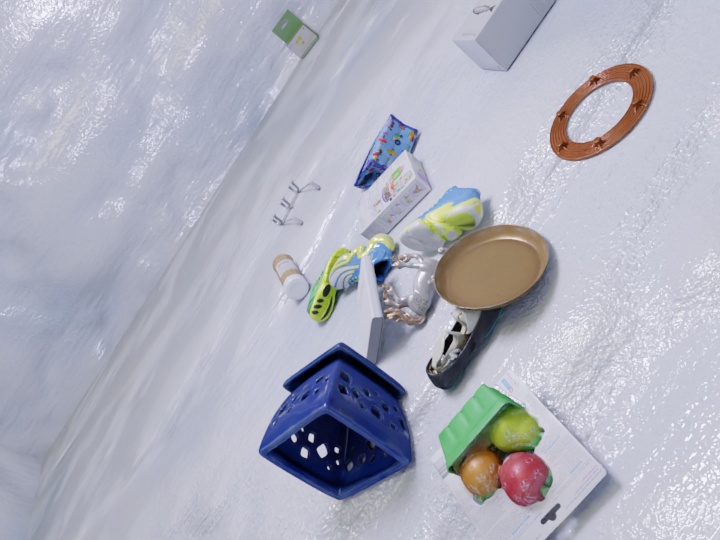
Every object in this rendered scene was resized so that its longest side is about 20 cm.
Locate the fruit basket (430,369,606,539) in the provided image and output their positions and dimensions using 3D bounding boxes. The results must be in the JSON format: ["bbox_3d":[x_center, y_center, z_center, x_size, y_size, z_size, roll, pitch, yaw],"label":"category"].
[{"bbox_3d":[0.203,0.263,0.794,0.186,0.093,0.200,-53,44,10],"label":"fruit basket"}]

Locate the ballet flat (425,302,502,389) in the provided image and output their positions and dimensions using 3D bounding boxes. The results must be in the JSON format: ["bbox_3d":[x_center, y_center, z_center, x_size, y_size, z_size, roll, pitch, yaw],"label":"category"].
[{"bbox_3d":[0.172,0.107,0.995,0.201,0.073,0.073,-58,28,-1],"label":"ballet flat"}]

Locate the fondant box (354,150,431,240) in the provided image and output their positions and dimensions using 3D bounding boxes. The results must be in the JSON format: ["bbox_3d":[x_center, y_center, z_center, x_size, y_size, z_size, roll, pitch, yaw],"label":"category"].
[{"bbox_3d":[0.074,-0.181,1.456,0.200,0.058,0.145,-45,30,24],"label":"fondant box"}]

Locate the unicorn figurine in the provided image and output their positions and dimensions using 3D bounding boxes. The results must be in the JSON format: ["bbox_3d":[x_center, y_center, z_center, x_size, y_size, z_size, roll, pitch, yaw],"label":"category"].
[{"bbox_3d":[0.121,0.014,1.154,0.136,0.074,0.202,18,101,19],"label":"unicorn figurine"}]

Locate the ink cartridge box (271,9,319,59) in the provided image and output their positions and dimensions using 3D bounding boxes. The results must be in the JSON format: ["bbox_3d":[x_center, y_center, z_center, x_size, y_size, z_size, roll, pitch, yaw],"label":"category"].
[{"bbox_3d":[-0.329,-1.189,2.973,0.145,0.199,0.048,-42,32,27],"label":"ink cartridge box"}]

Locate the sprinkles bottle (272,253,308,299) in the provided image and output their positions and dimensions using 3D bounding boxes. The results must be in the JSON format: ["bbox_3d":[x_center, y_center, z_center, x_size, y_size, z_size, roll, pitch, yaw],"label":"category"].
[{"bbox_3d":[-0.204,0.015,1.697,0.068,0.068,0.200,-54,28,7],"label":"sprinkles bottle"}]

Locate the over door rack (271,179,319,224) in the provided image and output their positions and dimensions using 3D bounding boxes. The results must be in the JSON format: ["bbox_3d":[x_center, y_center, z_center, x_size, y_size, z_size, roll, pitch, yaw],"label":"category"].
[{"bbox_3d":[-0.231,-0.232,1.993,0.200,0.066,0.149,5,67,60],"label":"over door rack"}]

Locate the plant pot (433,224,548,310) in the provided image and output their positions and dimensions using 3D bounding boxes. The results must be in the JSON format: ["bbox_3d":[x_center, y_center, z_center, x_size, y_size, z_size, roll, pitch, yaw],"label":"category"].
[{"bbox_3d":[0.222,-0.002,1.003,0.199,0.028,0.201,-20,36,15],"label":"plant pot"}]

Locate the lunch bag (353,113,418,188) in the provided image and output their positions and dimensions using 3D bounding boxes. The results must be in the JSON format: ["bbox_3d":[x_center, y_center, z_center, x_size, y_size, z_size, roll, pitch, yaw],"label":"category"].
[{"bbox_3d":[0.054,-0.308,1.609,0.200,0.094,0.151,-22,44,66],"label":"lunch bag"}]

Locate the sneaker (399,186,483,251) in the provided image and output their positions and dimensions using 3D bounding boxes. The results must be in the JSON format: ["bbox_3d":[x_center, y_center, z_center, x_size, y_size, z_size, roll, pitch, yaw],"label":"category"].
[{"bbox_3d":[0.171,-0.109,1.212,0.199,0.076,0.105,-18,36,41],"label":"sneaker"}]

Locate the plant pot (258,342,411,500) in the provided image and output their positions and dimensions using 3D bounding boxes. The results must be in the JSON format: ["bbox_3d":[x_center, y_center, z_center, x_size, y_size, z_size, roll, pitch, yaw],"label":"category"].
[{"bbox_3d":[-0.038,0.260,1.054,0.200,0.200,0.180,-38,26,32],"label":"plant pot"}]

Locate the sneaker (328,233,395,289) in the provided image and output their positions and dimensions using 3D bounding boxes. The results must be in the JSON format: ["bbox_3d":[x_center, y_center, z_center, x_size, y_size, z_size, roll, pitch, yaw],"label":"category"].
[{"bbox_3d":[0.000,0.000,1.374,0.200,0.076,0.105,-41,32,27],"label":"sneaker"}]

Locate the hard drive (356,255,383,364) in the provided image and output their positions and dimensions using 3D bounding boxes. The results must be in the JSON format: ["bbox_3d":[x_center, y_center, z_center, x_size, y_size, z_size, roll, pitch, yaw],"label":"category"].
[{"bbox_3d":[0.018,0.080,1.245,0.201,0.026,0.133,-100,13,-52],"label":"hard drive"}]

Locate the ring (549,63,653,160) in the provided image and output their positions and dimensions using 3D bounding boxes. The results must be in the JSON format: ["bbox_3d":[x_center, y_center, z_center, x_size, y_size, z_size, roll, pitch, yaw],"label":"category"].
[{"bbox_3d":[0.418,-0.284,1.045,0.200,0.019,0.201,-39,33,31],"label":"ring"}]

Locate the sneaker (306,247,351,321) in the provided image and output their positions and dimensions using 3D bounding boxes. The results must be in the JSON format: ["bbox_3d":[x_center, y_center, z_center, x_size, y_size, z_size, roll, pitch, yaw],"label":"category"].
[{"bbox_3d":[-0.086,0.028,1.486,0.083,0.074,0.201,12,73,57],"label":"sneaker"}]

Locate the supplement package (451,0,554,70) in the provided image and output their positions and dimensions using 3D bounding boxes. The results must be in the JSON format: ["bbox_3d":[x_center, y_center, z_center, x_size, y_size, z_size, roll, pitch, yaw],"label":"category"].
[{"bbox_3d":[0.334,-0.588,1.381,0.201,0.117,0.117,-55,28,5],"label":"supplement package"}]
